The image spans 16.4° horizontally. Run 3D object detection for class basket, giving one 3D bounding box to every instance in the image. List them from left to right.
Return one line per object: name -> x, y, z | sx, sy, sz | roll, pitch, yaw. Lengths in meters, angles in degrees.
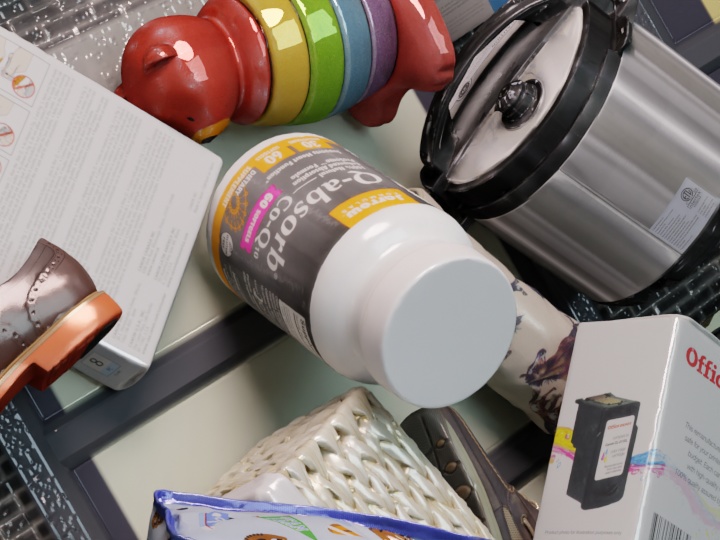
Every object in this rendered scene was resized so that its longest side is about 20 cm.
basket -> -0.004, 0.187, 1.475 | 0.200, 0.135, 0.123 | 51, 46, -8

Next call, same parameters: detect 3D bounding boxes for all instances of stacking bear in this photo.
stacking bear -> -0.061, -0.136, 1.590 | 0.199, 0.121, 0.114 | -18, 84, -33

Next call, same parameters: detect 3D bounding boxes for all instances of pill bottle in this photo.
pill bottle -> 0.000, 0.000, 1.500 | 0.116, 0.200, 0.117 | -14, 118, -29

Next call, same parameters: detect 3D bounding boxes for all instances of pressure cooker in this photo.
pressure cooker -> 0.144, -0.094, 1.677 | 0.199, 0.178, 0.177 | 32, 58, -24

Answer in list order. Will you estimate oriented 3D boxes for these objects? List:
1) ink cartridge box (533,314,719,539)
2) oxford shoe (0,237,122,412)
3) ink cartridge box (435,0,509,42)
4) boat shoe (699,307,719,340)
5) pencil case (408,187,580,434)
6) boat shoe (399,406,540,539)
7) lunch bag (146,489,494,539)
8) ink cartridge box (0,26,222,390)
ink cartridge box -> 0.190, 0.148, 1.587 | 0.146, 0.082, 0.201 | 34, 61, -42
oxford shoe -> -0.229, 0.060, 1.392 | 0.200, 0.071, 0.073 | -39, 86, -27
ink cartridge box -> 0.028, -0.254, 1.697 | 0.200, 0.116, 0.067 | 34, 54, -22
boat shoe -> 0.223, 0.083, 1.730 | 0.201, 0.074, 0.063 | -30, 82, -46
pencil case -> 0.080, 0.026, 1.643 | 0.200, 0.089, 0.078 | 37, 89, -18
boat shoe -> 0.081, 0.176, 1.593 | 0.073, 0.074, 0.201 | -28, 98, -51
lunch bag -> -0.020, 0.217, 1.332 | 0.199, 0.124, 0.171 | 8, 98, -12
ink cartridge box -> -0.194, -0.044, 1.491 | 0.199, 0.047, 0.161 | 30, 56, -18
